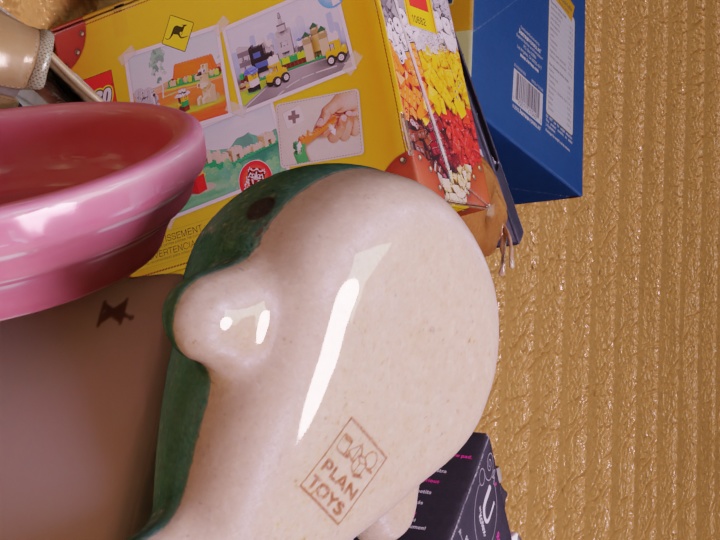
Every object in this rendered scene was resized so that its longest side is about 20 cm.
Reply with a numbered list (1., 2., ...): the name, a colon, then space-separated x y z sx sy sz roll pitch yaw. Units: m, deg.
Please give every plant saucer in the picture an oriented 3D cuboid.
1. plant saucer: -0.160 -0.022 0.716 0.200 0.200 0.051 -36 123 -58

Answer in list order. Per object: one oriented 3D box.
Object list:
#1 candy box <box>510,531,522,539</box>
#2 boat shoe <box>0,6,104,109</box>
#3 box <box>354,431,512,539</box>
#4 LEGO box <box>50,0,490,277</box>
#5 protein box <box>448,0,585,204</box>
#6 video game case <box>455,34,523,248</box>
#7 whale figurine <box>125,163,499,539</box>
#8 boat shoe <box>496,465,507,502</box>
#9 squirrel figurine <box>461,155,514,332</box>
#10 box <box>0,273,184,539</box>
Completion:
1. candy box: 0.071 0.283 1.057 0.168 0.071 0.200 -41 108 -27
2. boat shoe: -0.177 -0.101 0.827 0.200 0.076 0.072 35 55 -55
3. box: -0.029 0.159 0.908 0.115 0.199 0.132 -62 147 -45
4. LEGO box: -0.050 -0.079 0.908 0.077 0.200 0.149 5 72 -61
5. protein box: 0.060 -0.166 1.216 0.198 0.135 0.201 28 60 -58
6. video game case: 0.006 -0.093 1.095 0.200 0.143 0.019 67 29 -29
7. whale figurine: -0.036 0.052 0.651 0.200 0.104 0.159 -57 136 -17
8. boat shoe: 0.055 0.183 1.213 0.200 0.072 0.063 -16 96 -66
9. squirrel figurine: 0.000 0.000 1.037 0.200 0.141 0.187 23 96 -30
10. box: -0.131 0.132 0.739 0.171 0.199 0.199 50 43 -49
